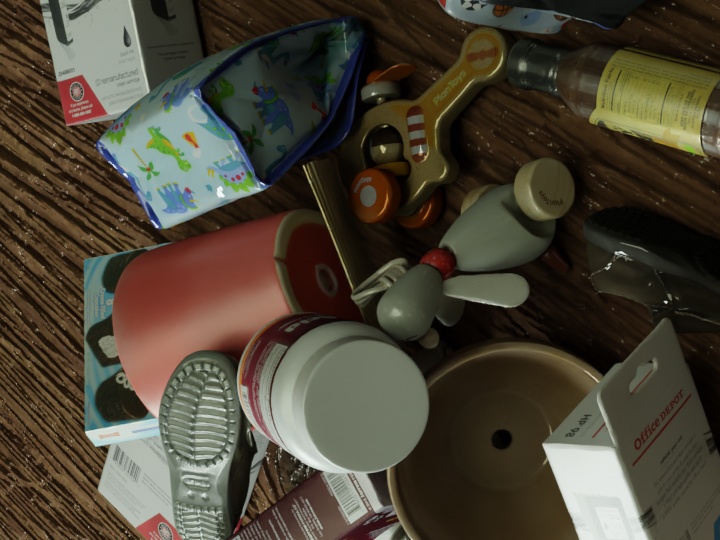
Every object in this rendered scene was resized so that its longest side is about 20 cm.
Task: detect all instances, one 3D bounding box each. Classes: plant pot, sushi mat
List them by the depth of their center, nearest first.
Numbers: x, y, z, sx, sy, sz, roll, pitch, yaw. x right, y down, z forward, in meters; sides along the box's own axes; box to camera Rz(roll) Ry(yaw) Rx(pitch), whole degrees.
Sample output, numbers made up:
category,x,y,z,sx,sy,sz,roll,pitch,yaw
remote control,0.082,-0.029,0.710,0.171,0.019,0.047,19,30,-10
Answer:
category,x,y,z,sx,sy,sz,roll,pitch,yaw
plant pot,0.120,0.148,1.172,0.200,0.093,0.202,0,97,0
sushi mat,0.000,0.000,1.221,0.012,0.096,0.201,-21,94,10
plant pot,-0.093,0.040,1.311,0.177,0.200,0.201,-25,83,32

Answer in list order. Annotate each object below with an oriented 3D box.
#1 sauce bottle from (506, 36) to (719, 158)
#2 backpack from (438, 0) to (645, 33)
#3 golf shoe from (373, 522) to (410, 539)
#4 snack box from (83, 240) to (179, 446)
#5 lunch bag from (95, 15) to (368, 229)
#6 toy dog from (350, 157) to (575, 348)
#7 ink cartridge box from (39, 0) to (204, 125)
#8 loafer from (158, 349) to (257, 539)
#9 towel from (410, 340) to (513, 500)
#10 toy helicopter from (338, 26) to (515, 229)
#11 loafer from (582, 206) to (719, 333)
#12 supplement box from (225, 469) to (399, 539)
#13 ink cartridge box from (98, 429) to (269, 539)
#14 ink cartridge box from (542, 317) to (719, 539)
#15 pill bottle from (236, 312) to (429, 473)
category,x,y,z,sx,sy,sz,roll,pitch,yaw
sauce bottle,0.201,-0.135,1.076,0.200,0.065,0.065,24,116,38
backpack,0.125,-0.272,1.038,0.154,0.199,0.191,-27,70,41
golf shoe,0.003,0.276,1.311,0.078,0.094,0.201,-151,49,-64
snack box,-0.211,0.068,1.413,0.037,0.116,0.201,74,-173,-55
lunch bag,-0.100,-0.140,1.258,0.170,0.200,0.128,-16,116,46
toy dog,0.100,0.001,1.137,0.096,0.200,0.132,52,169,-10
ink cartridge box,-0.240,-0.256,1.426,0.144,0.084,0.201,-7,96,44
loafer,-0.130,0.149,1.256,0.075,0.070,0.201,13,120,12
towel,0.077,0.173,1.286,0.132,0.034,0.201,-37,74,40
toy helicopter,0.053,-0.136,1.217,0.200,0.079,0.133,-45,62,28
loafer,0.252,0.015,1.070,0.200,0.073,0.072,29,129,39
supplement box,-0.037,0.222,1.240,0.200,0.109,0.061,-39,71,25
ink cartridge box,-0.177,0.181,1.481,0.147,0.083,0.201,38,123,29
ink cartridge box,0.207,0.147,1.069,0.067,0.116,0.201,-4,115,44
pill bottle,-0.023,0.093,1.113,0.200,0.114,0.115,-174,73,-74
